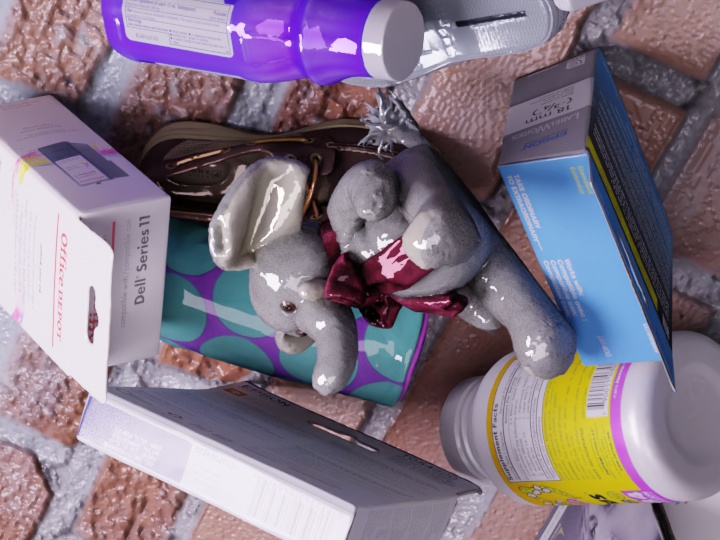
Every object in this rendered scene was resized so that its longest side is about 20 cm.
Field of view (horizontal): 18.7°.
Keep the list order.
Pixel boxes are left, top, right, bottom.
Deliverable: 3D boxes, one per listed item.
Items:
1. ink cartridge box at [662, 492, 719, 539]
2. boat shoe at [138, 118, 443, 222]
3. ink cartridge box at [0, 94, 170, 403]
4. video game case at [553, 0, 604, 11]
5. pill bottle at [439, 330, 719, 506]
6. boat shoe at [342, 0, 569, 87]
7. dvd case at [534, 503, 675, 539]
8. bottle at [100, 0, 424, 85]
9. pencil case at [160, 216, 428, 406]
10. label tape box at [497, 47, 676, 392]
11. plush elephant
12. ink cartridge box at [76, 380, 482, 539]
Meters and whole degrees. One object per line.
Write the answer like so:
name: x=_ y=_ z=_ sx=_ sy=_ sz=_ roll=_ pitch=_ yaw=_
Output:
ink cartridge box: x=0.250 y=0.174 z=1.455 sx=0.145 sy=0.084 sz=0.200 roll=24 pitch=117 yaw=-4
boat shoe: x=-0.046 y=-0.054 z=1.390 sx=0.199 sy=0.072 sz=0.072 roll=5 pitch=118 yaw=5
ink cartridge box: x=-0.178 y=-0.015 z=1.364 sx=0.067 sy=0.200 sz=0.117 roll=-13 pitch=124 yaw=-32
video game case: x=0.177 y=-0.265 z=1.223 sx=0.182 sy=0.022 sz=0.200 roll=-20 pitch=117 yaw=-19
pill bottle: x=0.142 y=0.097 z=1.384 sx=0.200 sy=0.104 sz=0.104 roll=-9 pitch=121 yaw=51
boat shoe: x=0.046 y=-0.157 z=1.327 sx=0.200 sy=0.067 sz=0.074 roll=2 pitch=120 yaw=33
dvd case: x=0.158 y=0.204 z=1.422 sx=0.016 sy=0.200 sz=0.149 roll=16 pitch=120 yaw=-17
bottle: x=-0.058 y=-0.150 z=1.300 sx=0.200 sy=0.084 sz=0.065 roll=13 pitch=126 yaw=32
pencil case: x=-0.055 y=0.022 z=1.424 sx=0.200 sy=0.085 sz=0.093 roll=15 pitch=80 yaw=2
label tape box: x=0.137 y=-0.026 z=1.304 sx=0.063 sy=0.200 sz=0.144 roll=-18 pitch=113 yaw=17
plush elephant: x=0.000 y=0.000 z=1.291 sx=0.155 sy=0.200 sz=0.165 roll=-39 pitch=140 yaw=8
ink cartridge box: x=-0.047 y=0.124 z=1.378 sx=0.199 sy=0.200 sz=0.041 roll=22 pitch=98 yaw=25
